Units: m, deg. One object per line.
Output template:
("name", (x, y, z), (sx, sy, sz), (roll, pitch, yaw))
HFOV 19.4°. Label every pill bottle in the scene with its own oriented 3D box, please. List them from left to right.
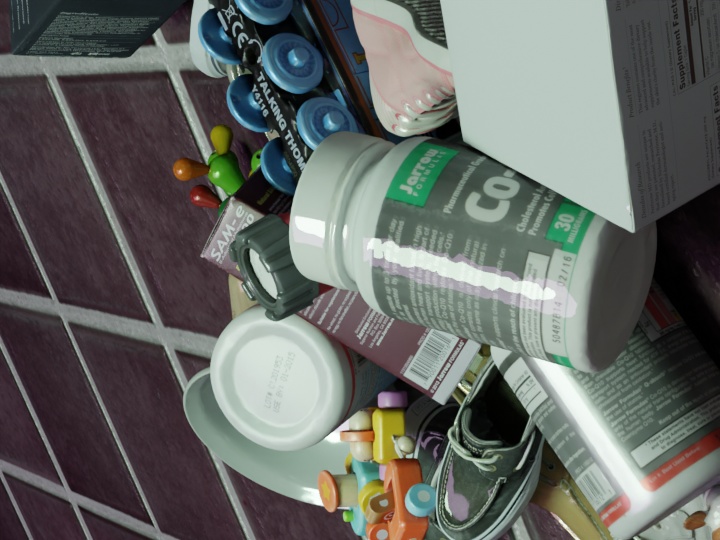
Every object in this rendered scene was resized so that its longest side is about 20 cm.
("pill bottle", (-0.022, 0.052, 1.568), (0.109, 0.200, 0.109), (7, 108, 23))
("pill bottle", (0.066, -0.016, 1.260), (0.200, 0.113, 0.113), (15, 134, 25))
("pill bottle", (0.155, 0.059, 1.339), (0.200, 0.116, 0.116), (56, 156, 12))

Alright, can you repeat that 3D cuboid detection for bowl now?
("bowl", (-0.040, 0.108, 1.764), (0.201, 0.090, 0.201), (17, 147, 12))

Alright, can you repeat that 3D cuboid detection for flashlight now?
("flashlight", (0.011, -0.038, 1.412), (0.068, 0.200, 0.068), (55, 156, 12))

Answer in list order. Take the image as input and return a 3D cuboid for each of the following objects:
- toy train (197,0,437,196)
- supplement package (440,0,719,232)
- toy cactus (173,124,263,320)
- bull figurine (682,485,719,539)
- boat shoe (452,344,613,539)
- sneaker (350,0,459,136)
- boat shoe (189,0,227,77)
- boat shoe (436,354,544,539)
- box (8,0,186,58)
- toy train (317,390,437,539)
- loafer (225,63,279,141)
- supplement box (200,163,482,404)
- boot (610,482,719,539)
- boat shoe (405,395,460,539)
("toy train", (-0.032, -0.138, 1.477), (0.087, 0.114, 0.200), (-41, 70, 51))
("supplement package", (0.129, -0.151, 1.165), (0.156, 0.111, 0.200), (33, 143, 47))
("toy cactus", (-0.089, -0.021, 1.733), (0.200, 0.102, 0.165), (37, 131, 43))
("bull figurine", (0.276, 0.226, 1.345), (0.200, 0.065, 0.121), (47, 156, 34))
("boat shoe", (0.127, 0.143, 1.532), (0.200, 0.076, 0.072), (54, 155, 14))
("sneaker", (0.059, -0.129, 1.371), (0.200, 0.075, 0.105), (38, 144, 56))
("boat shoe", (-0.089, -0.200, 1.595), (0.067, 0.074, 0.200), (16, 159, 6))
("boat shoe", (0.092, 0.108, 1.463), (0.072, 0.071, 0.200), (33, 114, 28))
("box", (-0.209, -0.262, 1.664), (0.200, 0.104, 0.148), (158, 109, -66))
("toy train", (0.008, 0.177, 1.614), (0.200, 0.056, 0.150), (112, 155, -60))
("loafer", (-0.031, -0.096, 1.591), (0.200, 0.072, 0.063), (53, 172, -11))
("supplement box", (0.000, 0.000, 1.485), (0.200, 0.109, 0.061), (32, 120, 3))
("boot", (0.195, 0.185, 1.418), (0.074, 0.096, 0.200), (13, 128, 59))
("boat shoe", (0.067, 0.192, 1.691), (0.071, 0.072, 0.200), (43, 149, 43))
